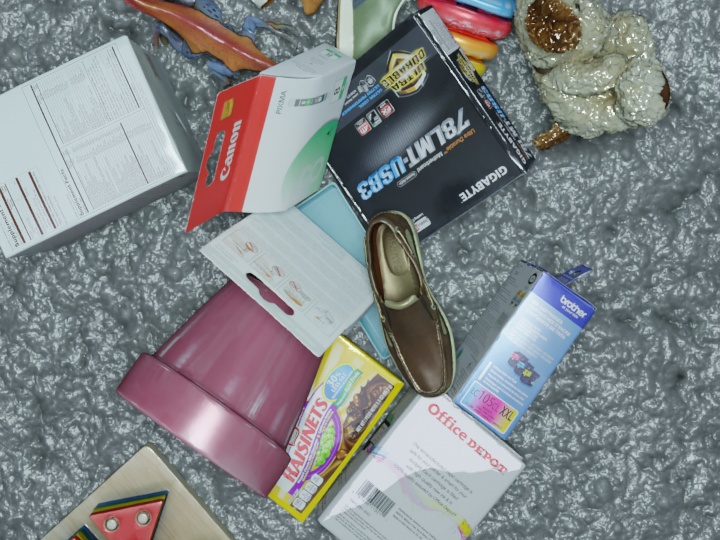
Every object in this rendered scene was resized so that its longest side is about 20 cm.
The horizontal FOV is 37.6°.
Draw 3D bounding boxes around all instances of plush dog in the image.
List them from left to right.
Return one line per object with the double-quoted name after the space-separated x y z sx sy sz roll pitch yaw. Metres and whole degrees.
0.218 -0.229 1.100 0.159 0.201 0.173 -26 114 22 "plush dog"

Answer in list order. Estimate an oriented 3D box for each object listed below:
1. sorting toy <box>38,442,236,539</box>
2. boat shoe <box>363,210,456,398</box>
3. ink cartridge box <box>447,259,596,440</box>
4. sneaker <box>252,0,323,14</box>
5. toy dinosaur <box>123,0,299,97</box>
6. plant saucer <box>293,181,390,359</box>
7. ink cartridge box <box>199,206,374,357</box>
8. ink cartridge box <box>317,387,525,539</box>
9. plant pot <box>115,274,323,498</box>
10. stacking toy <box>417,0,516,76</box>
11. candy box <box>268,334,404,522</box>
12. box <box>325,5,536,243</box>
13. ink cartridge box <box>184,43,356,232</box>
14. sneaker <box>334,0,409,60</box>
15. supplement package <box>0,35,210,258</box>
-0.252 0.341 1.203 0.198 0.070 0.201 -41 94 2 "sorting toy"
0.044 0.039 1.114 0.074 0.075 0.206 -20 87 14 "boat shoe"
0.176 0.069 1.156 0.076 0.136 0.202 33 94 -5 "ink cartridge box"
-0.127 -0.336 1.149 0.197 0.073 0.086 24 109 5 "sneaker"
-0.153 -0.228 1.125 0.181 0.199 0.106 36 111 27 "toy dinosaur"
0.000 0.000 1.196 0.069 0.019 0.202 -30 96 25 "plant saucer"
-0.073 0.012 1.106 0.160 0.200 0.047 41 119 3 "ink cartridge box"
0.067 0.239 1.193 0.144 0.084 0.201 39 93 -4 "ink cartridge box"
-0.132 0.113 1.137 0.199 0.200 0.180 35 77 -4 "plant pot"
0.091 -0.214 1.159 0.108 0.116 0.203 18 105 0 "stacking toy"
-0.047 0.179 1.216 0.102 0.026 0.201 36 93 0 "candy box"
0.054 -0.142 1.134 0.199 0.050 0.200 -32 95 35 "box"
-0.087 -0.127 1.067 0.050 0.200 0.163 28 124 14 "ink cartridge box"
0.020 -0.319 1.159 0.088 0.067 0.204 3 99 -4 "sneaker"
-0.284 -0.125 1.103 0.197 0.191 0.149 -25 94 0 "supplement package"
